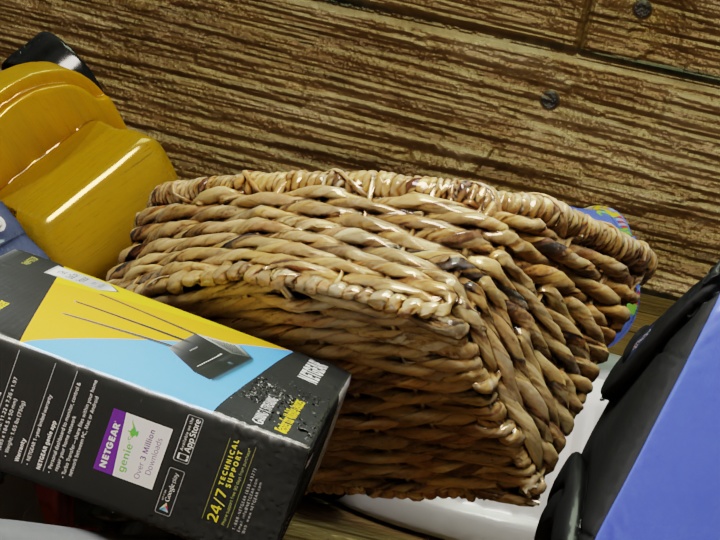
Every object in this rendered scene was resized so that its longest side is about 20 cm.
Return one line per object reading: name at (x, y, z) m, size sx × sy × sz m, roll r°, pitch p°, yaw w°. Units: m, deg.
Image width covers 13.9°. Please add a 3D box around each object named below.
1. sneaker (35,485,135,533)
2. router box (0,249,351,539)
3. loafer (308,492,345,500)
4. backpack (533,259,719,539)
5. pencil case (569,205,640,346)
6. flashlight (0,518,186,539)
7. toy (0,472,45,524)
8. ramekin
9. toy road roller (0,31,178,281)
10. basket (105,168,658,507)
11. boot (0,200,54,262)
sneaker at (-0.163, 0.078, 1.243) m, size 0.200 × 0.071 × 0.098 m, roll 4°, pitch -6°, yaw -9°
router box at (-0.086, 0.047, 1.098) m, size 0.149 × 0.051 × 0.200 m, roll 20°, pitch 6°, yaw 1°
loafer at (-0.061, 0.078, 1.530) m, size 0.071 × 0.073 × 0.200 m, roll 2°, pitch 1°, yaw -26°
backpack at (0.159, 0.107, 1.215) m, size 0.168 × 0.163 × 0.200 m, roll 32°, pitch -4°, yaw -1°
pencil case at (0.062, -0.003, 1.518) m, size 0.200 × 0.078 × 0.087 m, roll 6°, pitch -21°, yaw -44°
flashlight at (-0.111, 0.117, 0.996) m, size 0.200 × 0.068 × 0.068 m, roll 14°, pitch 18°, yaw -43°
toy at (-0.181, 0.079, 1.108) m, size 0.115 × 0.047 × 0.200 m, roll 21°, pitch 18°, yaw -25°
ramekin at (0.080, 0.086, 1.560) m, size 0.202 × 0.094 × 0.202 m, roll 11°, pitch 6°, yaw -1°
toy road roller at (-0.147, -0.015, 1.535) m, size 0.146 × 0.123 × 0.200 m, roll 24°, pitch -32°, yaw 53°
basket at (0.000, 0.000, 1.265) m, size 0.200 × 0.149 × 0.143 m, roll 0°, pitch -45°, yaw 35°
boot at (-0.217, 0.035, 1.271) m, size 0.090 × 0.200 × 0.073 m, roll 45°, pitch -24°, yaw 2°
